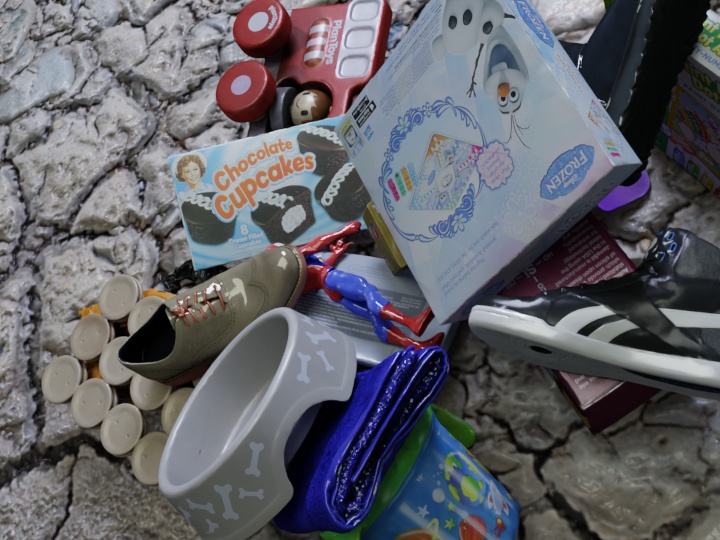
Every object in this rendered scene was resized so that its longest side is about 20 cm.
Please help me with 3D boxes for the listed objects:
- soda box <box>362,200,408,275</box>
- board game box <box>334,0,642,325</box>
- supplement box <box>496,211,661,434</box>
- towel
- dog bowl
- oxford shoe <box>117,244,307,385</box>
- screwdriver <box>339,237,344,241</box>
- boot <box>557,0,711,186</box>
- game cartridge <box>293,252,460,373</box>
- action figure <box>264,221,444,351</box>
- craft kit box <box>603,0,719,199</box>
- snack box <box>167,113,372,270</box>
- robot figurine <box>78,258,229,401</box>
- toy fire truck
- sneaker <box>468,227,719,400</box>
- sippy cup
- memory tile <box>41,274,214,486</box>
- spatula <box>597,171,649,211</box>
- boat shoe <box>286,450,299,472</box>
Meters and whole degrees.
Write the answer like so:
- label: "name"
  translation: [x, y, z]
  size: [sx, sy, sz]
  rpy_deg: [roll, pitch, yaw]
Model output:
- label: "soda box"
  translation: [0.102, -0.074, 0.836]
  size: [0.198, 0.064, 0.068]
  rpy_deg: [-30, 86, -6]
- label: "board game box"
  translation: [0.084, -0.097, 0.680]
  size: [0.200, 0.043, 0.201]
  rpy_deg: [-46, 62, 40]
- label: "supplement box"
  translation: [0.175, 0.020, 0.747]
  size: [0.103, 0.131, 0.201]
  rpy_deg: [-35, 64, 4]
- label: "towel"
  translation: [-0.012, 0.134, 0.691]
  size: [0.049, 0.200, 0.149]
  rpy_deg: [36, 66, -3]
- label: "dog bowl"
  translation: [-0.089, 0.118, 0.715]
  size: [0.200, 0.058, 0.201]
  rpy_deg: [-44, 21, 21]
- label: "oxford shoe"
  translation: [-0.134, 0.042, 0.797]
  size: [0.199, 0.075, 0.071]
  rpy_deg: [-38, 64, 17]
- label: "screwdriver"
  translation: [-0.011, -0.101, 0.954]
  size: [0.029, 0.028, 0.204]
  rpy_deg: [-11, 62, 51]
- label: "boot"
  translation: [0.166, -0.175, 0.685]
  size: [0.167, 0.076, 0.203]
  rpy_deg: [25, 99, 44]
- label: "game cartridge"
  translation: [-0.004, 0.042, 0.844]
  size: [0.197, 0.041, 0.134]
  rpy_deg: [12, 50, 22]
- label: "action figure"
  translation: [0.000, 0.000, 0.817]
  size: [0.198, 0.066, 0.099]
  rpy_deg: [23, 57, 29]
- label: "craft kit box"
  translation: [0.296, -0.136, 0.743]
  size: [0.048, 0.198, 0.201]
  rpy_deg: [-38, 57, -1]
- label: "snack box"
  translation: [-0.086, -0.080, 0.898]
  size: [0.196, 0.037, 0.118]
  rpy_deg: [-14, 95, -2]
- label: "robot figurine"
  translation: [-0.208, 0.068, 0.930]
  size: [0.197, 0.058, 0.147]
  rpy_deg: [-14, 62, 16]
- label: "toy fire truck"
  translation: [-0.054, -0.208, 0.966]
  size: [0.165, 0.112, 0.203]
  rpy_deg: [0, 66, 24]
- label: "sneaker"
  translation: [0.185, 0.018, 0.638]
  size: [0.196, 0.073, 0.114]
  rpy_deg: [13, 74, 13]
- label: "sippy cup"
  translation: [0.054, 0.192, 0.713]
  size: [0.130, 0.140, 0.179]
  rpy_deg: [36, 71, -5]
- label: "memory tile"
  translation: [-0.220, 0.103, 0.877]
  size: [0.198, 0.017, 0.155]
  rpy_deg: [30, 84, 29]
- label: "spatula"
  translation: [0.187, -0.048, 0.848]
  size: [0.198, 0.021, 0.057]
  rpy_deg: [-34, 63, 5]
- label: "boat shoe"
  translation: [-0.082, 0.127, 0.849]
  size: [0.071, 0.068, 0.202]
  rpy_deg: [-22, 44, 15]
